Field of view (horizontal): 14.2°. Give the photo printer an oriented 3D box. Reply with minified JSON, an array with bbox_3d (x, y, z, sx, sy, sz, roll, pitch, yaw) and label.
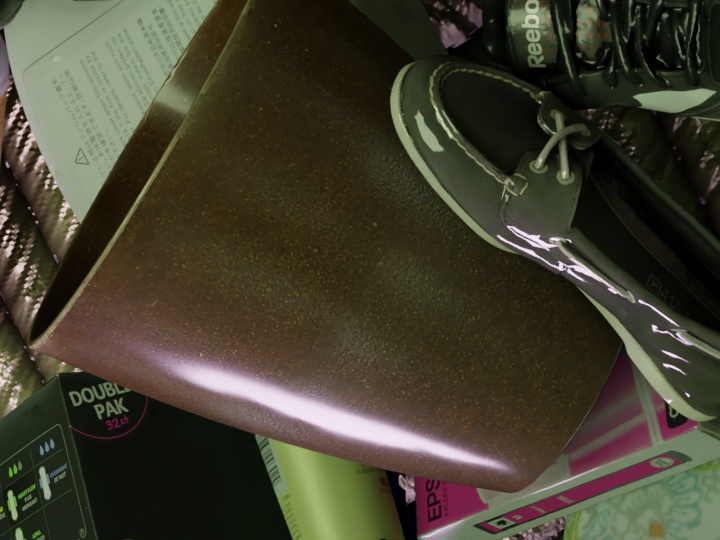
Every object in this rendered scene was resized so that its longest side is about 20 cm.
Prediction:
[{"bbox_3d":[-0.064,-0.084,1.292,0.200,0.069,0.167,-31,86,36],"label":"photo printer"}]

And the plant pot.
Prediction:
[{"bbox_3d":[0.000,0.000,1.154,0.200,0.187,0.187,31,123,-9],"label":"plant pot"}]

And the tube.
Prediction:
[{"bbox_3d":[0.004,0.136,1.238,0.052,0.058,0.200,-36,68,52],"label":"tube"}]

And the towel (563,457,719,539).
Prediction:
[{"bbox_3d":[0.162,0.136,1.164,0.200,0.171,0.048,-12,138,35],"label":"towel"}]

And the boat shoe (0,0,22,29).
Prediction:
[{"bbox_3d":[-0.170,-0.128,1.205,0.200,0.073,0.067,-32,73,38],"label":"boat shoe"}]

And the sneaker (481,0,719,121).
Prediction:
[{"bbox_3d":[0.112,-0.091,1.111,0.200,0.098,0.071,21,115,62],"label":"sneaker"}]

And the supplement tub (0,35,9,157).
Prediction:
[{"bbox_3d":[-0.243,-0.055,1.374,0.144,0.145,0.200,20,114,28],"label":"supplement tub"}]

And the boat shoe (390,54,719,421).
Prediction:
[{"bbox_3d":[0.098,-0.019,1.106,0.200,0.067,0.057,42,138,-22],"label":"boat shoe"}]

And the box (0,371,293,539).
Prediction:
[{"bbox_3d":[-0.079,0.153,1.284,0.124,0.148,0.200,-36,64,48],"label":"box"}]

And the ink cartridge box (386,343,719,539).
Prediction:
[{"bbox_3d":[0.072,0.060,1.241,0.200,0.037,0.095,-27,54,38],"label":"ink cartridge box"}]
